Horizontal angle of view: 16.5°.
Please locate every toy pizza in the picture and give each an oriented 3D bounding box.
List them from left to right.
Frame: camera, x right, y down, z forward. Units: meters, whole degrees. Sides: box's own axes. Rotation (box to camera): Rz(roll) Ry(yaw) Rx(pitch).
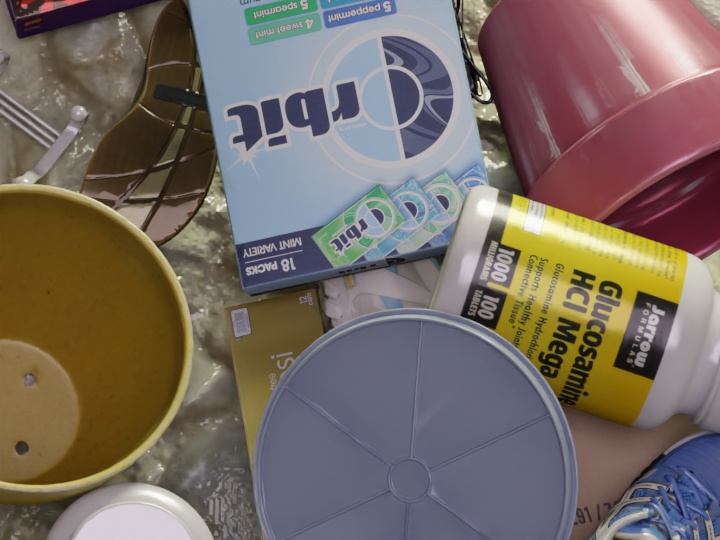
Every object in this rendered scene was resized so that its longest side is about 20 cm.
[{"bbox_3d":[0.033,0.123,1.475,0.199,0.032,0.202,0,92,15],"label":"toy pizza"}]

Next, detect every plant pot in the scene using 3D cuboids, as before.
[{"bbox_3d":[-0.215,0.066,1.567,0.199,0.142,0.201,6,66,-13],"label":"plant pot"},{"bbox_3d":[0.172,-0.106,1.639,0.199,0.200,0.180,-25,69,-10],"label":"plant pot"}]

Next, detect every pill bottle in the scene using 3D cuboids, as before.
[{"bbox_3d":[-0.144,0.189,1.535,0.111,0.200,0.113,1,80,-7],"label":"pill bottle"},{"bbox_3d":[0.144,0.030,1.512,0.199,0.112,0.113,18,79,1],"label":"pill bottle"}]

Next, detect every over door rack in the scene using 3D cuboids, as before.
[{"bbox_3d":[-0.291,-0.067,1.629,0.147,0.067,0.201,35,78,1],"label":"over door rack"}]

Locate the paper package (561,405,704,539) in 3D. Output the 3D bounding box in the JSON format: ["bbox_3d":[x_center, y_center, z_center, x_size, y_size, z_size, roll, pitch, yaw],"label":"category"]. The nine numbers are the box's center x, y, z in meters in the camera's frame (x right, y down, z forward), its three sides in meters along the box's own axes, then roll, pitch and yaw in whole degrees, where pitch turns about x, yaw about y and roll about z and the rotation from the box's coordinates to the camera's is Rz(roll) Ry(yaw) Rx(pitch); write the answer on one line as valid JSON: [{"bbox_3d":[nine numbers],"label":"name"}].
[{"bbox_3d":[0.126,0.155,1.567,0.199,0.104,0.192,-13,69,-24],"label":"paper package"}]

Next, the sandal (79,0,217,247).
[{"bbox_3d":[-0.128,-0.092,1.664,0.080,0.054,0.201,17,64,0],"label":"sandal"}]

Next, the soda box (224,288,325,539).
[{"bbox_3d":[-0.039,0.116,1.584,0.064,0.068,0.201,-11,55,0],"label":"soda box"}]

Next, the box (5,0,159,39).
[{"bbox_3d":[-0.157,-0.250,1.684,0.199,0.039,0.138,-17,77,-9],"label":"box"}]

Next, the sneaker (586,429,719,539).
[{"bbox_3d":[0.178,0.164,1.475,0.076,0.077,0.200,39,56,5],"label":"sneaker"}]

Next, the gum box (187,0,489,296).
[{"bbox_3d":[-0.011,-0.099,1.604,0.169,0.045,0.202,-11,82,4],"label":"gum box"}]

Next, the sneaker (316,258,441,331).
[{"bbox_3d":[0.000,0.000,1.649,0.081,0.077,0.200,-37,85,-10],"label":"sneaker"}]

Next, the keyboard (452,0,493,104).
[{"bbox_3d":[0.032,-0.158,1.664,0.039,0.104,0.201,-6,79,-41],"label":"keyboard"}]
